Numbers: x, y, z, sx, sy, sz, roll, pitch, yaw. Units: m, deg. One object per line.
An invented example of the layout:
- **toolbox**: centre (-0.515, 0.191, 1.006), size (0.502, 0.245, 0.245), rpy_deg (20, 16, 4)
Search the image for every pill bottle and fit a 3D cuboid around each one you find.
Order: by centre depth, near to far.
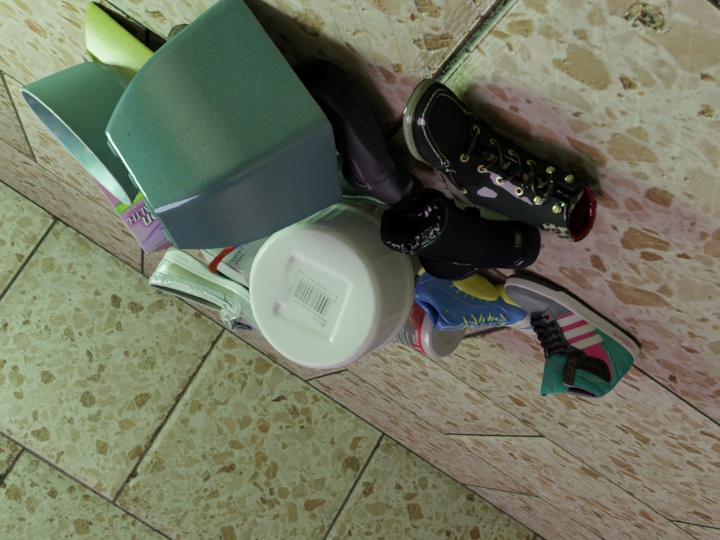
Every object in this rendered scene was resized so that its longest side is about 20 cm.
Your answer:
- **pill bottle**: centre (0.064, 0.055, 1.458), size (0.199, 0.111, 0.111), rpy_deg (20, 161, 37)

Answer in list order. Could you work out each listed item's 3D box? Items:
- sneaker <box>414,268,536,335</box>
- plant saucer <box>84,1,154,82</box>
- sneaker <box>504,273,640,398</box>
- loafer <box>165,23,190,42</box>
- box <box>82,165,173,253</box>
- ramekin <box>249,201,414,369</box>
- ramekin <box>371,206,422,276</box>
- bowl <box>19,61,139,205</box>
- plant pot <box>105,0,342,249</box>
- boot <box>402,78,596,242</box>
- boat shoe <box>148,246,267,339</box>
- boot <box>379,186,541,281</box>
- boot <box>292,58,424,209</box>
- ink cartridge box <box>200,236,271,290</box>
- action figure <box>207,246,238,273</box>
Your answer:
- **sneaker**: centre (0.156, 0.057, 1.289), size (0.199, 0.106, 0.076), rpy_deg (32, 165, 3)
- **plant saucer**: centre (-0.295, -0.244, 1.275), size (0.199, 0.048, 0.200), rpy_deg (40, 166, 19)
- **sneaker**: centre (0.254, 0.102, 1.205), size (0.199, 0.121, 0.084), rpy_deg (32, 165, 0)
- **loafer**: centre (-0.184, -0.231, 1.148), size (0.063, 0.072, 0.200), rpy_deg (28, 167, 37)
- **box**: centre (-0.334, -0.138, 1.435), size (0.201, 0.096, 0.176), rpy_deg (54, -178, -4)
- **ramekin**: centre (-0.041, 0.023, 1.141), size (0.199, 0.202, 0.098), rpy_deg (28, -158, 13)
- **ramekin**: centre (0.000, 0.000, 1.274), size (0.094, 0.203, 0.202), rpy_deg (45, 163, -6)
- **bowl**: centre (-0.336, -0.194, 1.214), size (0.201, 0.105, 0.201), rpy_deg (42, 167, 12)
- **plant pot**: centre (-0.157, -0.134, 1.015), size (0.197, 0.199, 0.197), rpy_deg (54, 171, 17)
- **boot**: centre (0.137, -0.103, 0.885), size (0.153, 0.074, 0.203), rpy_deg (25, 171, 33)
- **boat shoe**: centre (-0.199, 0.042, 1.286), size (0.201, 0.065, 0.075), rpy_deg (32, 166, 9)
- **boot**: centre (0.086, -0.041, 1.078), size (0.167, 0.077, 0.199), rpy_deg (13, 171, -34)
- **boot**: centre (-0.028, -0.156, 1.067), size (0.164, 0.066, 0.200), rpy_deg (16, 159, 42)
- **ink cartridge box**: centre (-0.139, -0.040, 1.316), size (0.083, 0.146, 0.200), rpy_deg (31, 166, 13)
- **action figure**: centre (-0.129, -0.078, 1.151), size (0.065, 0.200, 0.099), rpy_deg (47, -176, -8)
